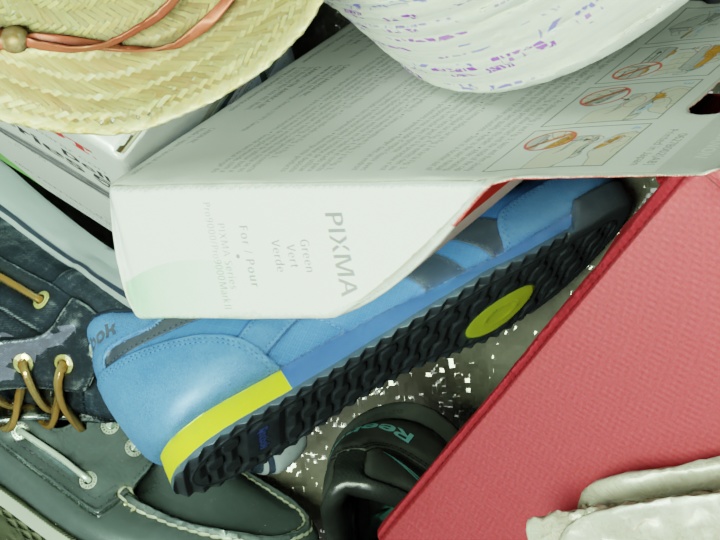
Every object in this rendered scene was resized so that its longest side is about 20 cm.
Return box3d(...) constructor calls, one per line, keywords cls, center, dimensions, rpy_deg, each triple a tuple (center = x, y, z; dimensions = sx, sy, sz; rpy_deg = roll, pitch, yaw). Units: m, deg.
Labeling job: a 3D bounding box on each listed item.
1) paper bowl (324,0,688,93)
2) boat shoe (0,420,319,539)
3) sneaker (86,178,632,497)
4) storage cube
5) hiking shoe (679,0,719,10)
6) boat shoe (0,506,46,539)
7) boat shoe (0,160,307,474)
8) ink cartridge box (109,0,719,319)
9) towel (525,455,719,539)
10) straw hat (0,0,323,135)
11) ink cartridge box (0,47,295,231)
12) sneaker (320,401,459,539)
box3d(cls="paper bowl", center=(0.047, -0.160, 0.749), dimensions=(0.200, 0.201, 0.104), rpy_deg=(-36, 124, 28))
box3d(cls="boat shoe", center=(-0.102, 0.066, 0.993), dimensions=(0.200, 0.073, 0.062), rpy_deg=(23, 115, 20))
box3d(cls="sneaker", center=(0.000, 0.000, 0.889), dimensions=(0.079, 0.200, 0.066), rpy_deg=(57, 163, 21))
box3d(cls="storage cube", center=(0.142, 0.052, 0.836), dimensions=(0.200, 0.171, 0.180), rpy_deg=(40, 119, 4))
box3d(cls="hiking shoe", center=(0.071, -0.121, 0.857), dimensions=(0.200, 0.076, 0.101), rpy_deg=(-26, 100, 28))
box3d(cls="boat shoe", center=(-0.179, 0.110, 1.038), dimensions=(0.200, 0.075, 0.062), rpy_deg=(41, 112, -1))
box3d(cls="boat shoe", center=(-0.117, 0.035, 0.951), dimensions=(0.200, 0.091, 0.071), rpy_deg=(34, 154, 27))
box3d(cls="ink cartridge box", center=(0.048, -0.036, 0.769), dimensions=(0.199, 0.161, 0.050), rpy_deg=(2, 114, 31))
box3d(cls="towel", center=(0.153, 0.114, 0.739), dimensions=(0.199, 0.034, 0.133), rpy_deg=(-7, 108, 23))
box3d(cls="straw hat", center=(-0.081, -0.144, 0.725), dimensions=(0.200, 0.085, 0.202), rpy_deg=(4, 107, 13))
box3d(cls="ink cartridge box", center=(-0.102, -0.084, 0.865), dimensions=(0.145, 0.200, 0.084), rpy_deg=(33, 82, 9))
box3d(cls="sneaker", center=(0.029, 0.147, 0.879), dimensions=(0.075, 0.079, 0.201), rpy_deg=(-22, 89, 13))
